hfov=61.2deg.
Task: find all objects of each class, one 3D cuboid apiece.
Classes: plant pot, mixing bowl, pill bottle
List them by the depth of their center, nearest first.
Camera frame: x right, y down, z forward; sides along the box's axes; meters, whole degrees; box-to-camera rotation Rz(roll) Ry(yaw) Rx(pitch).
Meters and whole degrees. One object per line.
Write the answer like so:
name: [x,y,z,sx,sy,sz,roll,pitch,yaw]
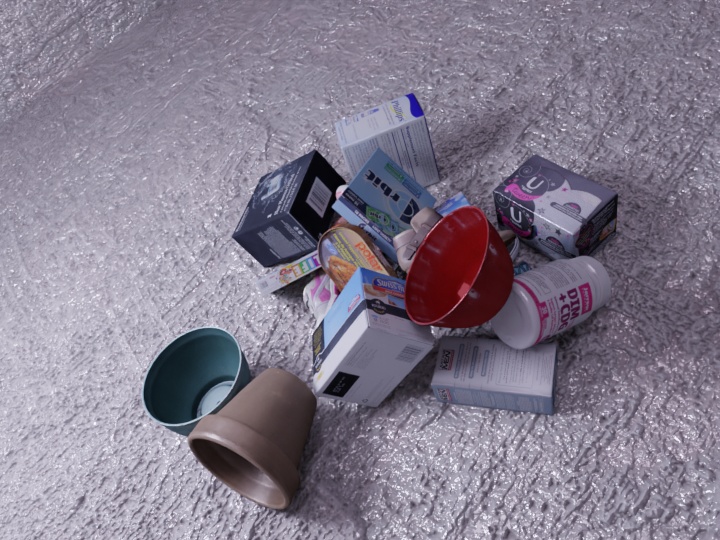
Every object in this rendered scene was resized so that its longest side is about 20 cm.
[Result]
mixing bowl: [0.171,0.012,0.965,0.200,0.107,0.202,-47,28,34]
plant pot: [-0.160,0.268,1.023,0.197,0.203,0.176,10,46,28]
pill bottle: [0.321,0.047,1.025,0.197,0.115,0.113,-19,41,-28]
plant pot: [-0.285,0.226,1.139,0.196,0.135,0.203,-12,48,13]

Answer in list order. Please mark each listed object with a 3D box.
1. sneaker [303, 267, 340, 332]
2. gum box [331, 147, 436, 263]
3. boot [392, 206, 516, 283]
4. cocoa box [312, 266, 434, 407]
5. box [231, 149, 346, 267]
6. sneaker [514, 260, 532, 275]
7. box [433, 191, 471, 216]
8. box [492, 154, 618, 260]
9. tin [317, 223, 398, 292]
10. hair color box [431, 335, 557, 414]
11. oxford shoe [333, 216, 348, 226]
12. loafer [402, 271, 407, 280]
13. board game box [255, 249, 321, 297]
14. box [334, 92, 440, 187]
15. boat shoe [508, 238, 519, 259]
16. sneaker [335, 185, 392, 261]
sneaker: [-0.073,0.070,1.234,0.086,0.082,0.202,-11,41,18]
gum box: [0.054,-0.137,1.234,0.045,0.169,0.201,-43,10,43]
boot: [0.159,-0.056,1.096,0.198,0.070,0.147,-34,66,-1]
cocoa box: [0.013,0.118,1.048,0.131,0.201,0.133,16,41,-23]
box: [-0.160,-0.137,1.374,0.198,0.117,0.199,-17,42,39]
sneaker: [0.226,0.016,1.135,0.195,0.080,0.097,5,67,4]
box: [0.183,-0.082,1.220,0.121,0.048,0.201,-33,21,12]
box: [0.373,-0.114,1.179,0.132,0.116,0.199,-39,47,-14]
tin: [0.000,0.000,1.183,0.111,0.201,0.042,-32,8,33]
hair color box: [0.227,0.174,1.028,0.196,0.061,0.100,2,51,23]
oxford shoe: [0.040,-0.117,1.365,0.198,0.071,0.075,-31,73,-8]
loafer: [0.106,0.016,1.203,0.070,0.074,0.203,-13,47,11]
board game box: [-0.121,-0.008,1.288,0.197,0.035,0.134,-28,3,-2]
box: [0.063,-0.271,1.393,0.196,0.186,0.106,-19,44,4]
boat shoe: [0.226,-0.024,1.193,0.197,0.069,0.074,-29,46,-4]
sneaker: [0.021,-0.092,1.283,0.198,0.075,0.106,31,70,-6]
